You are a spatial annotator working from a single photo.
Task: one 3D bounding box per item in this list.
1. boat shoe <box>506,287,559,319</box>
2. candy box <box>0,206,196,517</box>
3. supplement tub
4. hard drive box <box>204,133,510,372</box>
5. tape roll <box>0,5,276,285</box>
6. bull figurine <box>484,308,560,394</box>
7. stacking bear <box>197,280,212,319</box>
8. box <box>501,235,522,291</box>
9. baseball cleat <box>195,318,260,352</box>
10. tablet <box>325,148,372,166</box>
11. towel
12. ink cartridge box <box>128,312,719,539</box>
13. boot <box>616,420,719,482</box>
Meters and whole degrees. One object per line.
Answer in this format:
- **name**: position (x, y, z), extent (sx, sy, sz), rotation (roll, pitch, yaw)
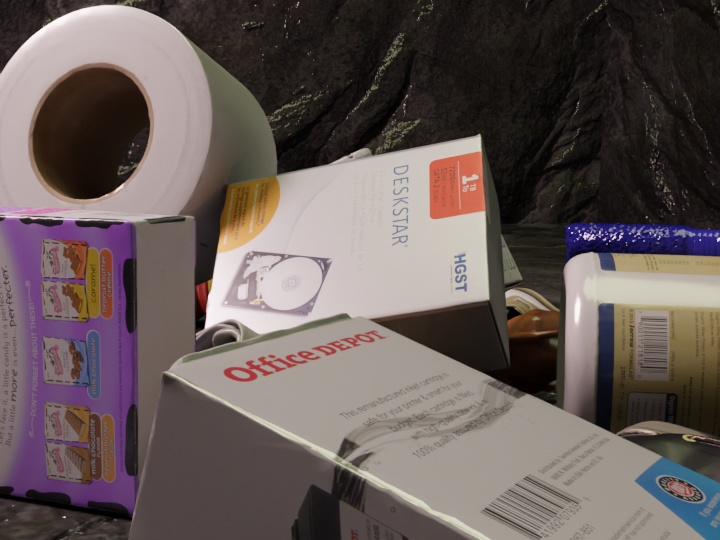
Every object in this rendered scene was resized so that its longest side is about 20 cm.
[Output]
- **boat shoe**: position (0.155, 0.058, 1.095), extent (0.068, 0.076, 0.199), rotation (4, 5, -28)
- **candy box**: position (-0.203, 0.047, 0.673), extent (0.197, 0.170, 0.071), rotation (4, 7, 22)
- **supplement tub**: position (0.234, 0.063, 0.730), extent (0.197, 0.147, 0.144), rotation (2, 6, 8)
- **hard drive box**: position (0.000, 0.000, 0.775), extent (0.197, 0.077, 0.157), rotation (-10, 48, 13)
- **tape roll**: position (-0.182, -0.092, 0.875), extent (0.200, 0.206, 0.139), rotation (3, -9, 17)
- **bull figurine**: position (0.140, 0.071, 0.908), extent (0.120, 0.066, 0.200), rotation (4, -8, -13)
- **stacking bear**: position (-0.149, 0.018, 1.295), extent (0.197, 0.123, 0.114), rotation (-8, -2, 7)
- **box**: position (0.024, 0.023, 0.965), extent (0.176, 0.098, 0.199), rotation (-34, -11, 27)
- **baseball cleat**: position (-0.039, 0.081, 0.700), extent (0.197, 0.107, 0.070), rotation (-5, 42, 3)
- **tablet**: position (-0.058, -0.018, 0.958), extent (0.129, 0.201, 0.014), rotation (-31, 68, -32)
- **towel**: position (0.269, 0.009, 0.841), extent (0.198, 0.050, 0.148), rotation (3, -35, 34)
- **ink cartridge box**: position (0.034, 0.099, 0.413), extent (0.198, 0.085, 0.145), rotation (24, 17, 26)
- **boot**: position (0.147, 0.123, 0.520), extent (0.152, 0.075, 0.203), rotation (-6, 5, -30)
